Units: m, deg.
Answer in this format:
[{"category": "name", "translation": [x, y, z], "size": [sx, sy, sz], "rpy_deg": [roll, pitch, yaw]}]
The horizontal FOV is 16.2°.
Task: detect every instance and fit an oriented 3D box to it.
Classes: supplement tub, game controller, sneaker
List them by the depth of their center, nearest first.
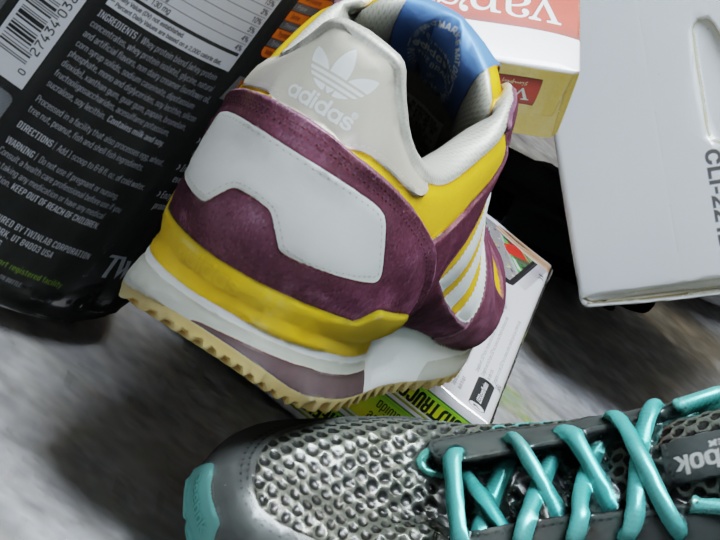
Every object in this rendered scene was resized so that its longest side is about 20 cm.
[{"category": "sneaker", "translation": [0.058, 0.056, 0.589], "size": [0.199, 0.091, 0.078], "rpy_deg": [9, 49, -25]}, {"category": "sneaker", "translation": [0.011, -0.023, 0.633], "size": [0.075, 0.090, 0.200], "rpy_deg": [33, 12, 7]}, {"category": "supplement tub", "translation": [-0.055, -0.097, 0.638], "size": [0.122, 0.200, 0.123], "rpy_deg": [35, 16, -11]}, {"category": "game controller", "translation": [0.036, -0.038, 0.989], "size": [0.200, 0.042, 0.104], "rpy_deg": [25, 6, -41]}]

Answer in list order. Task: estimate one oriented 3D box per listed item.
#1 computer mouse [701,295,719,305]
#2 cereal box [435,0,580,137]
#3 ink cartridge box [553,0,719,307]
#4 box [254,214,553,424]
[{"category": "computer mouse", "translation": [0.174, -0.006, 1.181], "size": [0.110, 0.044, 0.200], "rpy_deg": [53, 15, 28]}, {"category": "cereal box", "translation": [0.000, -0.140, 0.822], "size": [0.143, 0.040, 0.200], "rpy_deg": [8, 54, -7]}, {"category": "ink cartridge box", "translation": [0.132, -0.071, 0.952], "size": [0.200, 0.084, 0.145], "rpy_deg": [-18, 99, -71]}, {"category": "box", "translation": [0.000, 0.000, 0.791], "size": [0.110, 0.035, 0.200], "rpy_deg": [38, 16, 0]}]
